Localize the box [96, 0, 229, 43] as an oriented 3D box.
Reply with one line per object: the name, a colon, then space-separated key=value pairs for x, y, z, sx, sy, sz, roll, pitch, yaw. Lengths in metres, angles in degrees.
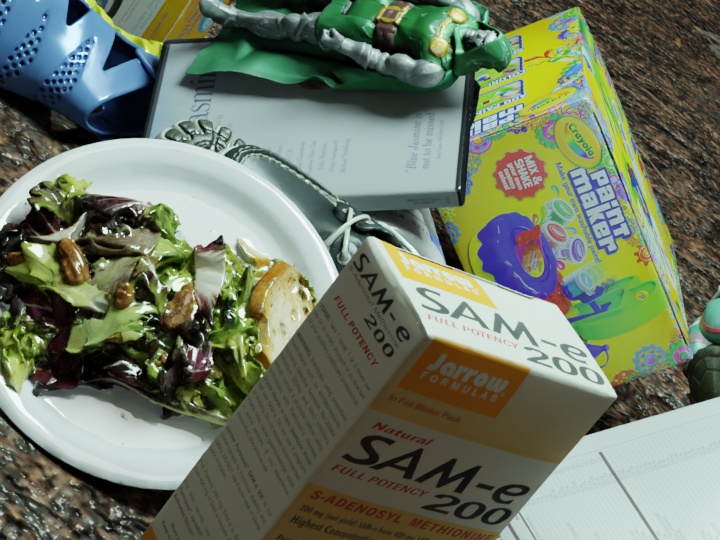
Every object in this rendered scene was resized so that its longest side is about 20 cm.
box: x=-0.172 y=-0.221 z=1.460 sx=0.041 sy=0.119 sz=0.200 roll=8 pitch=36 yaw=-51

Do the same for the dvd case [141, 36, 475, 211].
dvd case: x=-0.032 y=-0.091 z=1.269 sx=0.200 sy=0.018 sz=0.143 roll=-2 pitch=50 yaw=11

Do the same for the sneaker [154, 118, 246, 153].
sneaker: x=-0.066 y=0.012 z=1.210 sx=0.078 sy=0.090 sz=0.200 roll=-33 pitch=92 yaw=-43

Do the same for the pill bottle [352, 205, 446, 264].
pill bottle: x=-0.012 y=-0.030 z=1.328 sx=0.114 sy=0.114 sz=0.200 roll=28 pitch=24 yaw=-22

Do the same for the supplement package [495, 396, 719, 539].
supplement package: x=0.145 y=0.154 z=1.086 sx=0.200 sy=0.110 sz=0.114 roll=-14 pitch=45 yaw=-17

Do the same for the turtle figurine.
turtle figurine: x=0.264 y=0.075 z=1.427 sx=0.101 sy=0.200 sz=0.150 roll=-31 pitch=32 yaw=-28

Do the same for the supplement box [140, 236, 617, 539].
supplement box: x=0.006 y=0.093 z=0.996 sx=0.126 sy=0.200 sz=0.074 roll=18 pitch=29 yaw=-38

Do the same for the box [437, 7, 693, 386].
box: x=0.133 y=-0.045 z=1.451 sx=0.193 sy=0.122 sz=0.200 roll=-82 pitch=150 yaw=-66

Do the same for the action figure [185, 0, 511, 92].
action figure: x=0.002 y=-0.149 z=1.263 sx=0.200 sy=0.118 sz=0.055 roll=15 pitch=-25 yaw=27

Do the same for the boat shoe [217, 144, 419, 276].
boat shoe: x=0.000 y=0.000 z=1.164 sx=0.200 sy=0.060 sz=0.076 roll=42 pitch=54 yaw=-13

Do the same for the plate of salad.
plate of salad: x=-0.101 y=0.015 z=1.076 sx=0.200 sy=0.048 sz=0.200 roll=7 pitch=62 yaw=-13

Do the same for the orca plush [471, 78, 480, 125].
orca plush: x=-0.010 y=-0.132 z=1.369 sx=0.200 sy=0.071 sz=0.105 roll=41 pitch=-17 yaw=28

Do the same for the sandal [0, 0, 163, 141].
sandal: x=-0.175 y=-0.124 z=1.327 sx=0.200 sy=0.080 sz=0.087 roll=21 pitch=31 yaw=-31
